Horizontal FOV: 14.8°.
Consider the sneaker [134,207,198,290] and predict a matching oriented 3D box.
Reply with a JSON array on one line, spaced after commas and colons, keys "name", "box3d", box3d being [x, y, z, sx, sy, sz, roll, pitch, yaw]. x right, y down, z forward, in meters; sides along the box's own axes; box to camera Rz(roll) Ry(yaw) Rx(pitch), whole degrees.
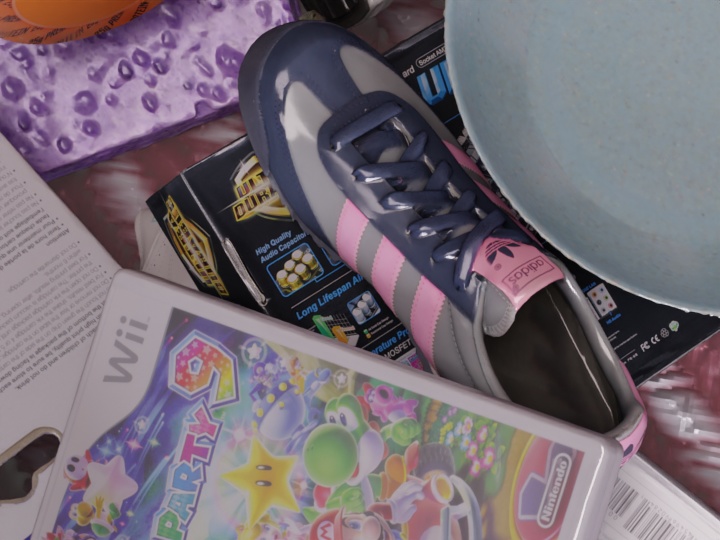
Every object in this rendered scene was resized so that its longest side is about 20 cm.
[{"name": "sneaker", "box3d": [-0.092, 0.071, 1.129, 0.088, 0.075, 0.200, 21, 89, 26]}]

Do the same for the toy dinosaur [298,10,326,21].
[{"name": "toy dinosaur", "box3d": [0.000, 0.000, 1.100, 0.047, 0.088, 0.201, -20, 86, 9]}]

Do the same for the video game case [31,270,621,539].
[{"name": "video game case", "box3d": [-0.021, 0.096, 0.954, 0.200, 0.018, 0.144, 19, 93, 27]}]

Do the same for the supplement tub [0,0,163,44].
[{"name": "supplement tub", "box3d": [-0.139, -0.198, 1.096, 0.122, 0.123, 0.200, -27, 68, 7]}]

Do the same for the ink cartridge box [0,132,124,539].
[{"name": "ink cartridge box", "box3d": [-0.186, 0.031, 1.045, 0.200, 0.043, 0.196, 48, 56, 6]}]

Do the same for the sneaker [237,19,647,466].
[{"name": "sneaker", "box3d": [0.035, -0.011, 0.974, 0.070, 0.082, 0.200, -39, 94, -23]}]

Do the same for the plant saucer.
[{"name": "plant saucer", "box3d": [0.123, -0.073, 1.009, 0.200, 0.039, 0.202, 4, 69, -12]}]

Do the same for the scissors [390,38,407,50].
[{"name": "scissors", "box3d": [0.086, -0.023, 1.128, 0.073, 0.014, 0.200, -36, 83, 3]}]

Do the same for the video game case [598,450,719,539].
[{"name": "video game case", "box3d": [0.096, 0.188, 1.110, 0.143, 0.018, 0.200, 38, 93, 9]}]

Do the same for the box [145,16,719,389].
[{"name": "box", "box3d": [0.044, -0.011, 1.048, 0.200, 0.046, 0.159, -33, 92, -24]}]

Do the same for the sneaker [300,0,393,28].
[{"name": "sneaker", "box3d": [0.031, -0.156, 1.061, 0.092, 0.200, 0.076, -25, 84, -29]}]

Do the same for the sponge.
[{"name": "sponge", "box3d": [-0.126, -0.098, 1.156, 0.199, 0.030, 0.112, -19, 85, 8]}]
